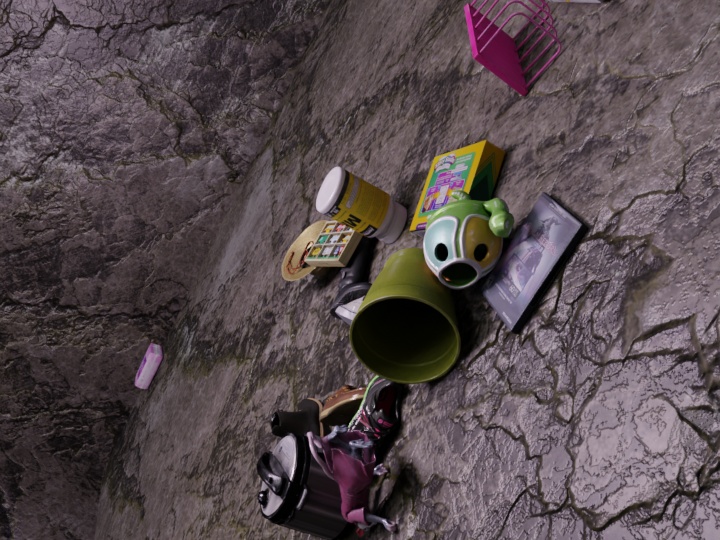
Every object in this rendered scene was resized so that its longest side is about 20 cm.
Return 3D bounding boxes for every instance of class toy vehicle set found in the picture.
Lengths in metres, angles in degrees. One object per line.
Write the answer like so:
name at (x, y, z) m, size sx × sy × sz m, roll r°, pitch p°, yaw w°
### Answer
toy vehicle set at (-0.063, -0.070, 1.877) m, size 0.199 × 0.026 × 0.126 m, roll 0°, pitch 58°, yaw 61°

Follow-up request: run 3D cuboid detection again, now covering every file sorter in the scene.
file sorter at (0.302, -0.478, 1.456) m, size 0.125 × 0.137 × 0.203 m, roll -44°, pitch 31°, yaw 36°

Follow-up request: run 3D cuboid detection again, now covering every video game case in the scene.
video game case at (0.278, -0.015, 1.210) m, size 0.203 × 0.019 × 0.143 m, roll -61°, pitch 23°, yaw 17°

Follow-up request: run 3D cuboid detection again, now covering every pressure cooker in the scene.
pressure cooker at (-0.108, 0.414, 1.430) m, size 0.176 × 0.197 × 0.182 m, roll -47°, pitch 28°, yaw 41°

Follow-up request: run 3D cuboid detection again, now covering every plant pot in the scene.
plant pot at (0.091, 0.065, 1.361) m, size 0.201 × 0.198 × 0.195 m, roll -49°, pitch 16°, yaw 35°

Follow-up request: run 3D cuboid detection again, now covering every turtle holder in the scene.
turtle holder at (0.195, -0.047, 1.288) m, size 0.182 × 0.142 × 0.134 m, roll -11°, pitch 45°, yaw 27°

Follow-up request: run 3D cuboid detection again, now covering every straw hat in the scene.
straw hat at (-0.120, -0.033, 2.041) m, size 0.199 × 0.085 × 0.204 m, roll -31°, pitch 37°, yaw 27°

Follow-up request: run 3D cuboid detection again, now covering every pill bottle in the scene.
pill bottle at (0.005, -0.148, 1.723) m, size 0.115 × 0.197 × 0.116 m, roll -48°, pitch 27°, yaw 35°

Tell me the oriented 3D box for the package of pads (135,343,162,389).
package of pads at (-1.058, 0.480, 3.699) m, size 0.203 × 0.074 × 0.121 m, roll -62°, pitch 21°, yaw 10°

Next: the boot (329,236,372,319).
boot at (-0.001, 0.000, 1.786) m, size 0.164 × 0.065 × 0.203 m, roll -29°, pitch 34°, yaw 45°

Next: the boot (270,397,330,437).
boot at (-0.150, 0.331, 1.688) m, size 0.079 × 0.136 × 0.200 m, roll -63°, pitch 21°, yaw 6°

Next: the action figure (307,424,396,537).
action figure at (-0.015, 0.390, 1.311) m, size 0.134 × 0.145 × 0.205 m, roll -108°, pitch 14°, yaw -71°

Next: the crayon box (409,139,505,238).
crayon box at (0.192, -0.156, 1.491) m, size 0.199 × 0.057 × 0.176 m, roll -3°, pitch 64°, yaw 65°

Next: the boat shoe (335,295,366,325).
boat shoe at (0.008, 0.094, 1.663) m, size 0.070 × 0.071 × 0.199 m, roll -53°, pitch 19°, yaw -13°

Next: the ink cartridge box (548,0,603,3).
ink cartridge box at (0.386, -0.598, 1.362) m, size 0.147 × 0.143 × 0.200 m, roll -58°, pitch 23°, yaw 10°

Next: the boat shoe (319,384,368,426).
boat shoe at (-0.027, 0.273, 1.553) m, size 0.200 × 0.071 × 0.069 m, roll -39°, pitch 36°, yaw 54°

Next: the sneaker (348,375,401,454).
sneaker at (0.025, 0.294, 1.407) m, size 0.083 × 0.075 × 0.205 m, roll -12°, pitch 59°, yaw 68°
